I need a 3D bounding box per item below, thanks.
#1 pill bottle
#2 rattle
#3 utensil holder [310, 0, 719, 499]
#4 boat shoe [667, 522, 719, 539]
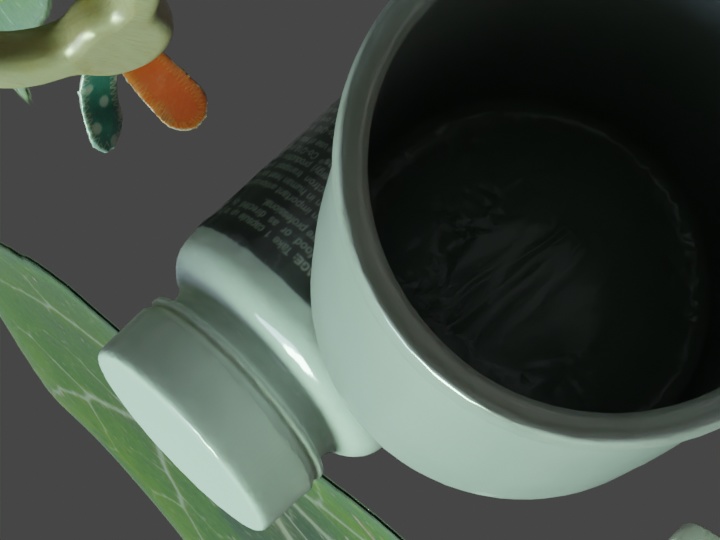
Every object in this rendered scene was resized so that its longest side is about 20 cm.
[{"bbox_3d":[0.000,0.000,1.060,0.113,0.200,0.113,44,166,14],"label":"pill bottle"},{"bbox_3d":[-0.159,-0.157,1.381,0.143,0.130,0.200,52,-164,26],"label":"rattle"},{"bbox_3d":[0.068,-0.011,0.907,0.170,0.170,0.200,45,168,6],"label":"utensil holder"},{"bbox_3d":[0.158,0.184,1.384,0.074,0.060,0.200,44,166,8],"label":"boat shoe"}]
